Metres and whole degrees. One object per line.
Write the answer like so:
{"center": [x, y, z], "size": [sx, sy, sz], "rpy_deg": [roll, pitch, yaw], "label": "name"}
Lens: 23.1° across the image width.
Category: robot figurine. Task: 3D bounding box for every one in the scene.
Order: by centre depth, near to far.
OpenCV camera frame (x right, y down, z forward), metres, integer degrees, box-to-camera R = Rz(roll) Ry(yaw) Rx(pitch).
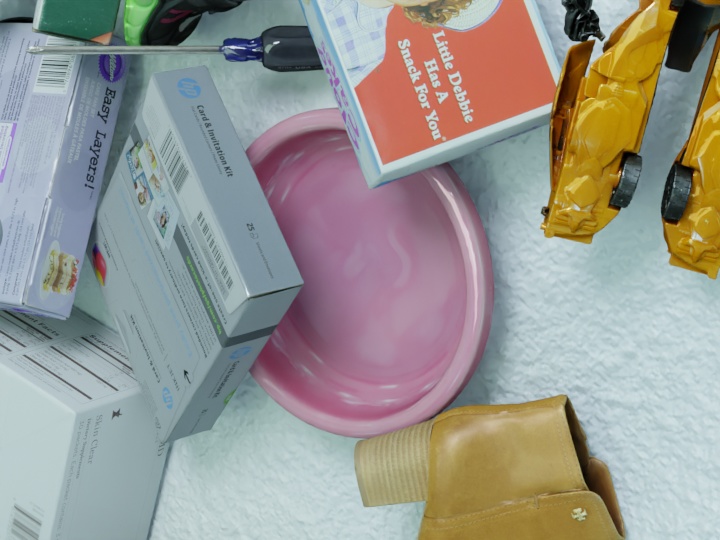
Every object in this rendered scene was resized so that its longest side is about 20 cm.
{"center": [0.164, -0.103, 0.913], "size": [0.144, 0.058, 0.201], "rpy_deg": [14, 110, 0], "label": "robot figurine"}

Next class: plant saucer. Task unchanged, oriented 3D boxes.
{"center": [0.000, 0.000, 1.074], "size": [0.200, 0.051, 0.202], "rpy_deg": [8, 104, 34], "label": "plant saucer"}

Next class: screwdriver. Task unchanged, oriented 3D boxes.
{"center": [-0.099, -0.133, 1.058], "size": [0.199, 0.029, 0.028], "rpy_deg": [0, 109, -4], "label": "screwdriver"}

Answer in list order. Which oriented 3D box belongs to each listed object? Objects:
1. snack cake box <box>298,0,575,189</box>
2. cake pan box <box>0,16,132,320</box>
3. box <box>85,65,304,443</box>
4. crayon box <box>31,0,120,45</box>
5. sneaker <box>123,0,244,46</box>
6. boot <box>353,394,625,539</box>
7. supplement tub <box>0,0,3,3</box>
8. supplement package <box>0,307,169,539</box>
{"center": [0.026, -0.160, 0.976], "size": [0.115, 0.067, 0.201], "rpy_deg": [-20, 88, -7], "label": "snack cake box"}
{"center": [-0.251, -0.076, 1.190], "size": [0.184, 0.052, 0.201], "rpy_deg": [6, 80, 35], "label": "cake pan box"}
{"center": [-0.110, -0.005, 1.094], "size": [0.156, 0.041, 0.200], "rpy_deg": [65, 148, 21], "label": "box"}
{"center": [-0.156, -0.253, 1.082], "size": [0.051, 0.127, 0.201], "rpy_deg": [11, 113, -11], "label": "crayon box"}
{"center": [-0.095, -0.172, 1.047], "size": [0.083, 0.200, 0.077], "rpy_deg": [10, 82, -9], "label": "sneaker"}
{"center": [0.087, 0.172, 1.044], "size": [0.143, 0.071, 0.202], "rpy_deg": [-10, 112, 18], "label": "boot"}
{"center": [-0.270, -0.246, 1.103], "size": [0.145, 0.144, 0.200], "rpy_deg": [49, 140, 16], "label": "supplement tub"}
{"center": [-0.231, 0.138, 1.229], "size": [0.155, 0.111, 0.201], "rpy_deg": [28, 116, 28], "label": "supplement package"}
